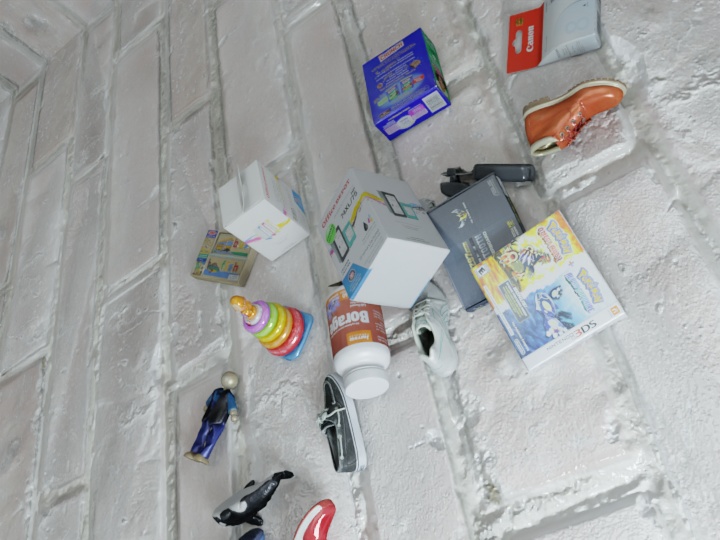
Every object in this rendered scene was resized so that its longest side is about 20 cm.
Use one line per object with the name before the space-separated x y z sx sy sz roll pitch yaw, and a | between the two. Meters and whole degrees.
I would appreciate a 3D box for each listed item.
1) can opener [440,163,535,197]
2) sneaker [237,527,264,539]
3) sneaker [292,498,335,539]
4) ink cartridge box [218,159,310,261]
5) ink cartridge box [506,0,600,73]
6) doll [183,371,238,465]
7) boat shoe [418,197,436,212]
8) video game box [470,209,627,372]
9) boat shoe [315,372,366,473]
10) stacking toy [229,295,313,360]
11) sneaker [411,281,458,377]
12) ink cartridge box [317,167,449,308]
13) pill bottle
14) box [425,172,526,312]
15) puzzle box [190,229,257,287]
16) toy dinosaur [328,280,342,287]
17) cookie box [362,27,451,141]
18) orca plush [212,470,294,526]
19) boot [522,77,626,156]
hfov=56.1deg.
can opener | 0.245 -0.175 1.328 0.197 0.053 0.069 8 103 39
sneaker | -0.229 0.584 1.262 0.074 0.082 0.202 -26 29 58
sneaker | -0.070 0.514 1.182 0.115 0.078 0.203 29 98 35
ink cartridge box | -0.231 -0.142 1.561 0.124 0.199 0.130 -32 50 18
ink cartridge box | 0.389 -0.504 1.385 0.196 0.047 0.164 -7 63 32
doll | -0.314 0.319 1.478 0.135 0.048 0.203 -5 57 46
boat shoe | 0.122 -0.114 1.372 0.198 0.072 0.070 3 67 48
video game box | 0.307 0.035 1.119 0.181 0.047 0.203 -34 70 15
boat shoe | -0.048 0.284 1.269 0.074 0.067 0.203 121 141 -49
stacking toy | -0.201 0.102 1.406 0.115 0.199 0.112 14 74 40
sneaker | 0.127 0.092 1.244 0.070 0.080 0.203 -30 50 23
ink cartridge box | 0.036 -0.060 1.240 0.148 0.144 0.202 -58 40 30
pill bottle | -0.003 0.135 1.296 0.111 0.112 0.203 -27 52 22
box | 0.221 -0.049 1.224 0.156 0.051 0.204 -29 72 22
puzzle box | -0.340 -0.034 1.705 0.197 0.025 0.136 6 70 40
toy dinosaur | 0.000 0.000 1.393 0.197 0.077 0.104 -20 45 24
cookie box | 0.102 -0.426 1.544 0.169 0.075 0.204 -26 53 24
orca plush | -0.204 0.460 1.326 0.199 0.072 0.105 -37 5 10
boot | 0.396 -0.277 1.247 0.197 0.074 0.110 -17 60 40
